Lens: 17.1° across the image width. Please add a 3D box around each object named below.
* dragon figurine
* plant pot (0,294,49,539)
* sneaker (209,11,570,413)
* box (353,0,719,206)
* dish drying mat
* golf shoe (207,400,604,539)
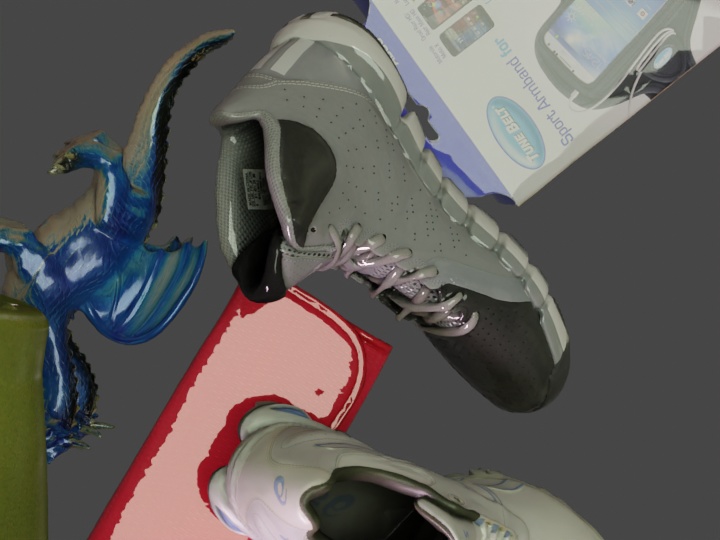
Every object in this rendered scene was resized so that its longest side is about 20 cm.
[{"bbox_3d":[-0.101,-0.005,1.015,0.099,0.059,0.200,44,85,-11],"label":"dragon figurine"},{"bbox_3d":[-0.202,0.096,0.924,0.199,0.200,0.194,12,93,-12],"label":"plant pot"},{"bbox_3d":[0.000,0.000,1.005,0.201,0.075,0.115,54,48,-9],"label":"sneaker"},{"bbox_3d":[0.090,-0.122,1.060,0.200,0.041,0.119,-37,100,-5],"label":"box"},{"bbox_3d":[-0.066,0.101,1.050,0.077,0.018,0.201,31,87,-11],"label":"dish drying mat"},{"bbox_3d":[0.034,0.121,1.026,0.199,0.097,0.079,19,90,-23],"label":"golf shoe"}]
